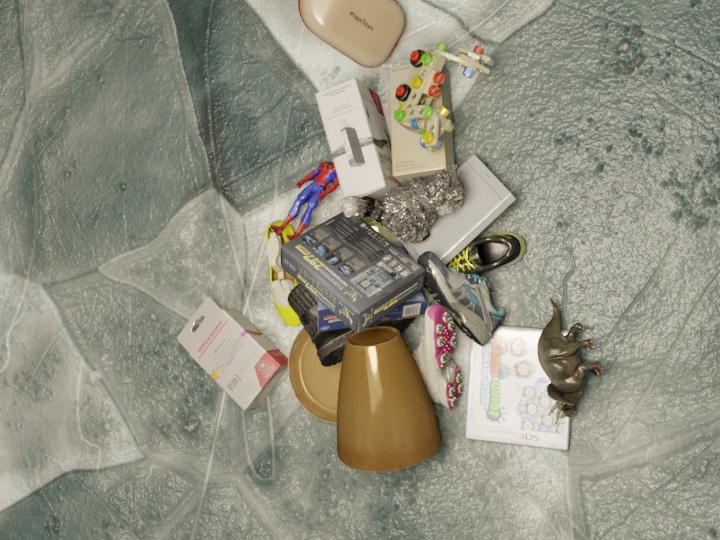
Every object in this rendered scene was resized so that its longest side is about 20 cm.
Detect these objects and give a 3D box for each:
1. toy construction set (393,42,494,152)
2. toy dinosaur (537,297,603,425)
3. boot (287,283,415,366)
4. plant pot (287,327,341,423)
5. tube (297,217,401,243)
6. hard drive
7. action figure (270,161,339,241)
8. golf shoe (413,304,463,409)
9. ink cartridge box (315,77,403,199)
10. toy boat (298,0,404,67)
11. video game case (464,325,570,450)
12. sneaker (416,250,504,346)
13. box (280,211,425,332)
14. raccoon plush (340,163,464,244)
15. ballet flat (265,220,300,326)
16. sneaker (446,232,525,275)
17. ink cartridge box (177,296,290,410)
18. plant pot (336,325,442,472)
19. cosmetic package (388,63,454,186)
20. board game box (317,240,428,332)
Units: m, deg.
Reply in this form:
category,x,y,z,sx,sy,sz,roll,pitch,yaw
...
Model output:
category,x,y,z,sx,sy,sz,roll,pitch,yaw
toy construction set,0.129,-0.301,1.433,0.130,0.092,0.201,27,80,45
toy dinosaur,0.336,0.146,1.421,0.101,0.077,0.203,-19,87,2
boot,-0.016,0.059,1.546,0.208,0.080,0.159,-24,61,-6
plant pot,-0.040,0.180,1.598,0.196,0.027,0.204,0,89,20
tube,-0.017,-0.065,1.590,0.196,0.059,0.052,-7,42,12
hard drive,0.160,-0.096,1.500,0.200,0.027,0.132,-43,46,9
action figure,-0.086,-0.145,1.590,0.065,0.052,0.201,27,73,29
golf shoe,0.121,0.149,1.489,0.090,0.075,0.203,8,121,32
ink cartridge box,0.003,-0.220,1.532,0.082,0.144,0.203,-17,83,17
toy boat,-0.024,-0.466,1.565,0.198,0.131,0.132,28,99,-25
video game case,0.275,0.200,1.490,0.179,0.024,0.204,3,89,19
sneaker,0.171,0.031,1.458,0.086,0.077,0.201,-45,115,-9
box,-0.014,-0.004,1.425,0.199,0.157,0.052,38,142,30
raccoon plush,0.083,-0.116,1.423,0.134,0.198,0.098,-47,59,44
ballet flat,-0.149,0.005,1.619,0.066,0.067,0.204,-8,86,18
sneaker,0.186,-0.023,1.495,0.197,0.084,0.076,-22,81,17
ink cartridge box,-0.244,0.154,1.647,0.200,0.067,0.117,43,101,14
plant pot,0.036,0.205,1.456,0.183,0.186,0.204,-3,107,18
cosmetic package,0.108,-0.260,1.521,0.102,0.073,0.204,-7,78,19
board game box,0.000,0.000,1.503,0.196,0.062,0.202,-9,47,-12
